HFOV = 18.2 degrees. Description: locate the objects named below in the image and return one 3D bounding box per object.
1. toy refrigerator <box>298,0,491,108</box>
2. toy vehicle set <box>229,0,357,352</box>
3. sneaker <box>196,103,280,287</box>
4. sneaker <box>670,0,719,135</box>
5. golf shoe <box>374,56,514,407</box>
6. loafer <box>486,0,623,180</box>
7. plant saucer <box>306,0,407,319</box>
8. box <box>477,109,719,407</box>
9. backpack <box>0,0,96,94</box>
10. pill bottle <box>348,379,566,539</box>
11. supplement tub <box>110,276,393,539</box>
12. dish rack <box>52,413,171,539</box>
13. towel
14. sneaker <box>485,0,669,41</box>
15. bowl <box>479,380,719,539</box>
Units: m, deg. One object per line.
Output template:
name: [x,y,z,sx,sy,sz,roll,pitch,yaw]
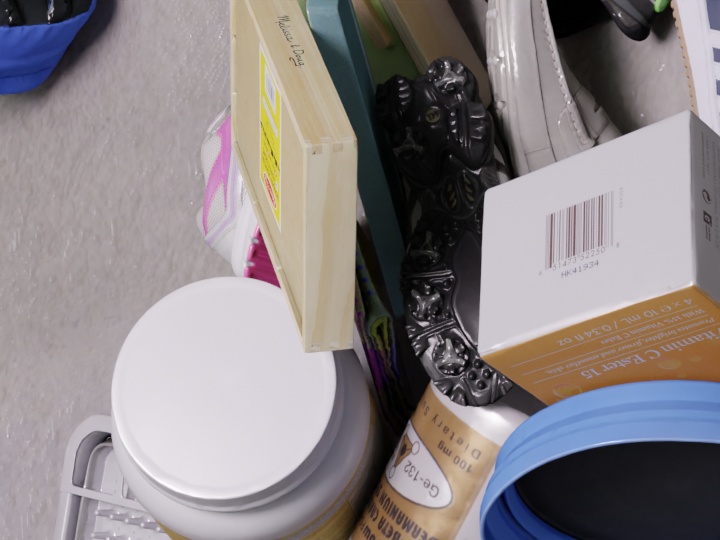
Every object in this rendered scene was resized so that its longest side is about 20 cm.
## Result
toy refrigerator: [-0.006,-0.161,1.303,0.075,0.070,0.201,-20,108,29]
toy vehicle set: [-0.038,-0.067,1.187,0.201,0.026,0.125,-112,19,-51]
sneaker: [-0.054,-0.089,1.394,0.088,0.081,0.202,22,93,42]
sneaker: [0.231,-0.102,1.174,0.108,0.070,0.202,-24,68,33]
golf shoe: [0.060,-0.013,1.223,0.077,0.095,0.202,-10,65,9]
loafer: [0.113,-0.071,1.248,0.069,0.070,0.202,-12,98,-1]
plant saucer: [0.004,-0.073,1.241,0.019,0.201,0.070,-12,32,9]
box: [0.166,0.027,1.111,0.124,0.200,0.098,-21,50,35]
backpack: [-0.277,-0.213,1.550,0.201,0.162,0.168,60,140,19]
pill bottle: [0.053,0.156,1.248,0.114,0.114,0.201,36,106,36]
supplement tub: [-0.060,0.095,1.271,0.144,0.200,0.147,-2,69,6]
dish rack: [-0.128,0.201,1.433,0.171,0.043,0.202,8,88,39]
towel: [0.000,0.000,1.282,0.023,0.200,0.145,-15,66,0]
sneaker: [0.092,-0.174,1.294,0.199,0.076,0.085,15,88,40]
bowl: [0.159,0.117,1.122,0.200,0.200,0.040,-22,48,34]
